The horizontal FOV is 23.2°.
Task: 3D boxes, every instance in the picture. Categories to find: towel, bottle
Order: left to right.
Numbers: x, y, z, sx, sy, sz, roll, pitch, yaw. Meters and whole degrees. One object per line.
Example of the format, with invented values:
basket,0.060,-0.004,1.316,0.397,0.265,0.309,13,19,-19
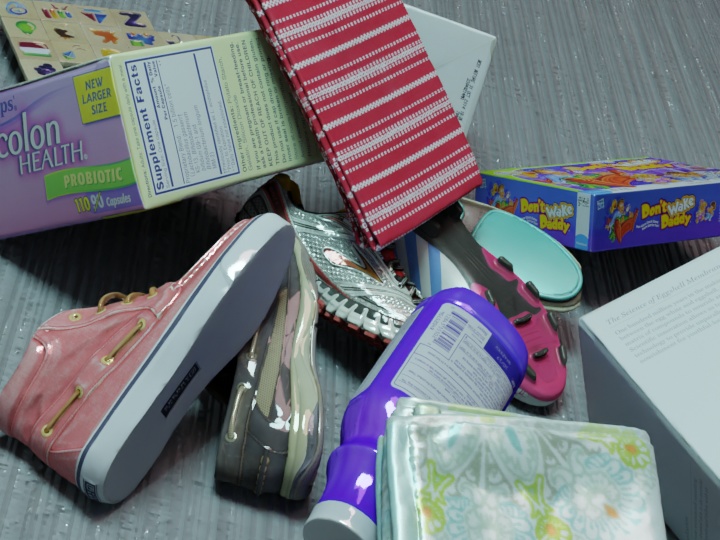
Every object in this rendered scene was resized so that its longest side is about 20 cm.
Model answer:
towel,0.003,-0.126,1.185,0.144,0.022,0.202,-32,99,-48
bottle,0.031,0.098,1.057,0.083,0.065,0.200,43,48,-8
towel,0.093,0.171,0.962,0.169,0.048,0.202,8,59,-16

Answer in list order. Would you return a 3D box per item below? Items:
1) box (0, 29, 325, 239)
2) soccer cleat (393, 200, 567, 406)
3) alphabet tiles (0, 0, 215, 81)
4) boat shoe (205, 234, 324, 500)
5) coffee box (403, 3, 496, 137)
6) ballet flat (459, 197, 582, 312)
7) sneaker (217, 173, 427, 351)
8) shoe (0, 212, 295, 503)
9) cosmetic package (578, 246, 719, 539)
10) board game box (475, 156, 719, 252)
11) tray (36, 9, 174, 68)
box,-0.140,-0.095,1.181,0.175,0.098,0.199,-8,7,42
soccer cleat,0.068,0.020,1.242,0.070,0.086,0.201,-27,77,-45
alphabet tiles,-0.182,-0.168,1.404,0.198,0.008,0.168,2,35,-28
boat shoe,-0.065,0.050,1.082,0.072,0.075,0.201,4,44,-11
coffee box,0.046,-0.139,1.362,0.079,0.115,0.200,18,6,-3
ballet flat,0.078,-0.019,1.304,0.199,0.063,0.068,30,60,14
sneaker,0.000,0.000,1.186,0.199,0.083,0.078,30,-3,13
shoe,-0.126,0.033,1.025,0.090,0.072,0.201,28,70,20
cosmetic package,0.276,0.086,1.123,0.198,0.124,0.200,-25,47,-12
board game box,0.208,-0.055,1.405,0.199,0.045,0.134,-7,14,-38
tray,-0.157,-0.152,1.420,0.198,0.022,0.108,23,30,4
